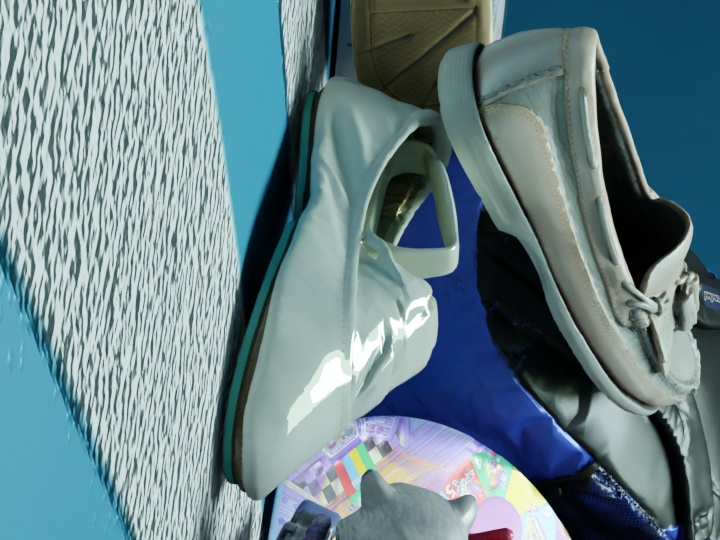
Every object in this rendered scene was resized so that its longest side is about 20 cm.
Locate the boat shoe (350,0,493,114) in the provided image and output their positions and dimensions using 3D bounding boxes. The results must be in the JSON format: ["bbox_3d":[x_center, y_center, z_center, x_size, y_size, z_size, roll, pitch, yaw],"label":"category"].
[{"bbox_3d":[0.022,-0.159,0.879,0.069,0.074,0.200,-109,-156,-72],"label":"boat shoe"}]

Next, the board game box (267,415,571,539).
[{"bbox_3d":[0.034,0.152,0.874,0.039,0.158,0.200,-21,-127,52],"label":"board game box"}]

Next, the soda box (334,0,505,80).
[{"bbox_3d":[0.031,-0.115,1.026,0.200,0.063,0.069,-67,163,-76],"label":"soda box"}]

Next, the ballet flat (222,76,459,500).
[{"bbox_3d":[0.000,0.000,0.784,0.200,0.069,0.070,-78,172,-50],"label":"ballet flat"}]

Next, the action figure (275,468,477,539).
[{"bbox_3d":[-0.003,0.151,0.750,0.200,0.104,0.194,-62,167,-69],"label":"action figure"}]

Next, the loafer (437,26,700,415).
[{"bbox_3d":[0.098,-0.015,0.881,0.200,0.063,0.072,53,30,-39],"label":"loafer"}]

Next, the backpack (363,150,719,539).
[{"bbox_3d":[0.062,0.040,1.022,0.200,0.168,0.163,46,39,-37],"label":"backpack"}]
